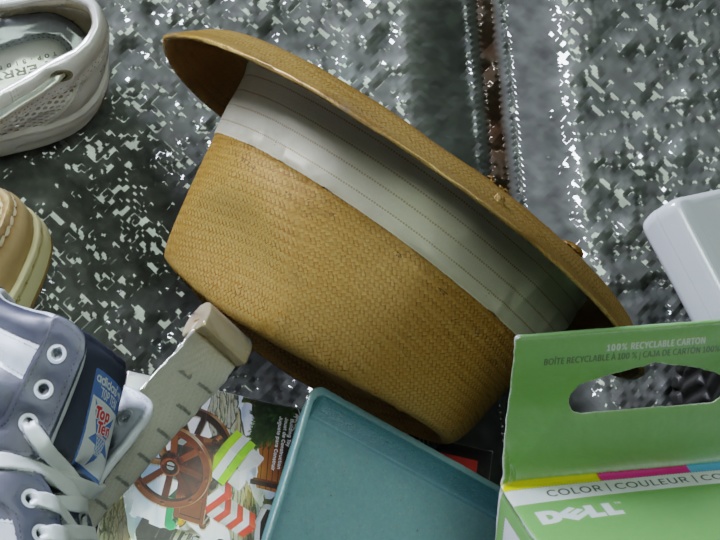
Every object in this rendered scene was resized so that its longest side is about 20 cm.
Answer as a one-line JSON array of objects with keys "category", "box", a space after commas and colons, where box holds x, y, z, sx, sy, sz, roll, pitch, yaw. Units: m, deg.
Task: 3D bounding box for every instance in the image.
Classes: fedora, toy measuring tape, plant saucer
[{"category": "fedora", "box": [0.000, 0.000, 0.896, 0.200, 0.201, 0.082, 35, 83, 1]}, {"category": "toy measuring tape", "box": [-0.116, 0.089, 0.871, 0.073, 0.074, 0.200, 39, 81, 4]}, {"category": "plant saucer", "box": [0.047, 0.114, 0.902, 0.199, 0.019, 0.070, 31, 63, -28]}]

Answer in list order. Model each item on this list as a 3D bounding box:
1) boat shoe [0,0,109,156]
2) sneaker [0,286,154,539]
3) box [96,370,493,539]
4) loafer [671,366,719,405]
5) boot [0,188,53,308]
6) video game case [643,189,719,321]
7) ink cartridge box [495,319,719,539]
[{"category": "boat shoe", "box": [-0.182, -0.061, 0.922, 0.199, 0.069, 0.071, -22, 78, -16]}, {"category": "sneaker", "box": [-0.093, 0.090, 0.786, 0.108, 0.070, 0.200, -38, 62, -2]}, {"category": "box", "box": [-0.035, 0.146, 0.898, 0.135, 0.038, 0.202, 12, 67, -9]}, {"category": "loafer", "box": [0.179, 0.107, 0.945, 0.071, 0.073, 0.201, -7, 72, -28]}, {"category": "boot", "box": [-0.208, 0.002, 0.857, 0.200, 0.073, 0.156, -43, 120, -19]}, {"category": "video game case", "box": [0.209, 0.043, 0.958, 0.199, 0.023, 0.183, -11, 70, -46]}, {"category": "ink cartridge box", "box": [0.098, 0.120, 0.856, 0.103, 0.059, 0.202, -4, 114, -17]}]
